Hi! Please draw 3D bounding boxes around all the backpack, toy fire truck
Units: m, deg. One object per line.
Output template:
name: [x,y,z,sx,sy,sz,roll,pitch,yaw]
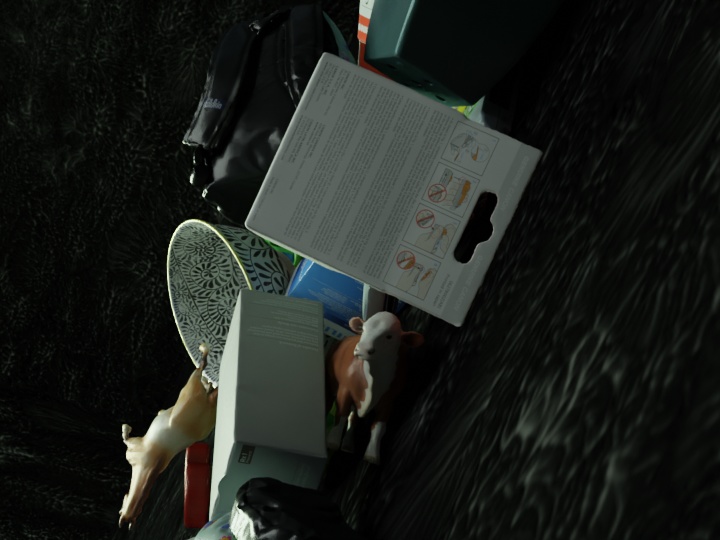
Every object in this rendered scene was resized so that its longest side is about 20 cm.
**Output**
backpack: [-0.068,-0.145,1.232,0.127,0.166,0.200,70,-166,-55]
toy fire truck: [-0.126,0.272,1.370,0.200,0.112,0.168,-134,46,-81]
backpack: [-0.080,0.266,0.991,0.167,0.126,0.200,-145,77,-78]

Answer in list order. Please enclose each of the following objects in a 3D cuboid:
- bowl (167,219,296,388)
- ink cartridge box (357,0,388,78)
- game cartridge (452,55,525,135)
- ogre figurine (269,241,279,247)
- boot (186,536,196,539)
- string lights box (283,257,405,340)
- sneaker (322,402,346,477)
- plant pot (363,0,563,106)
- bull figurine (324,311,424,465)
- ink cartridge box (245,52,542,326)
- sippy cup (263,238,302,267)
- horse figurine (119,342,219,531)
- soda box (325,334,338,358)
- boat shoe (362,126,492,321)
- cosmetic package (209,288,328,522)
bowl: [-0.123,0.031,1.458,0.094,0.201,0.201,-18,-21,-33]
ink cartridge box: [0.057,-0.259,1.329,0.050,0.109,0.201,-137,48,-61]
game cartridge: [0.113,-0.152,1.299,0.200,0.040,0.133,-74,9,-45]
ogre figurine: [-0.005,-0.076,1.388,0.200,0.098,0.120,-30,23,53]
boot: [-0.129,0.270,1.184,0.200,0.095,0.074,-23,69,48]
string lights box: [0.000,0.000,1.314,0.200,0.103,0.059,-51,16,56]
sneaker: [-0.061,0.153,1.313,0.200,0.083,0.074,-106,40,-78]
plant pot: [0.098,-0.257,1.219,0.200,0.141,0.141,-63,20,-5]
bull figurine: [0.001,0.099,1.156,0.200,0.065,0.122,145,143,-82]
ink cartridge box: [0.026,-0.065,1.092,0.161,0.200,0.050,-65,-7,0]
sippy cup: [-0.098,0.045,1.716,0.178,0.139,0.131,53,-139,-56]
horse figurine: [-0.186,0.154,1.356,0.200,0.050,0.133,-43,24,13]
soda box: [-0.038,0.068,1.477,0.200,0.063,0.068,-63,9,7]
boat shoe: [0.059,-0.039,1.176,0.071,0.091,0.201,-101,22,-75]
cosmetic package: [-0.080,0.121,1.163,0.200,0.090,0.107,-96,20,-49]
